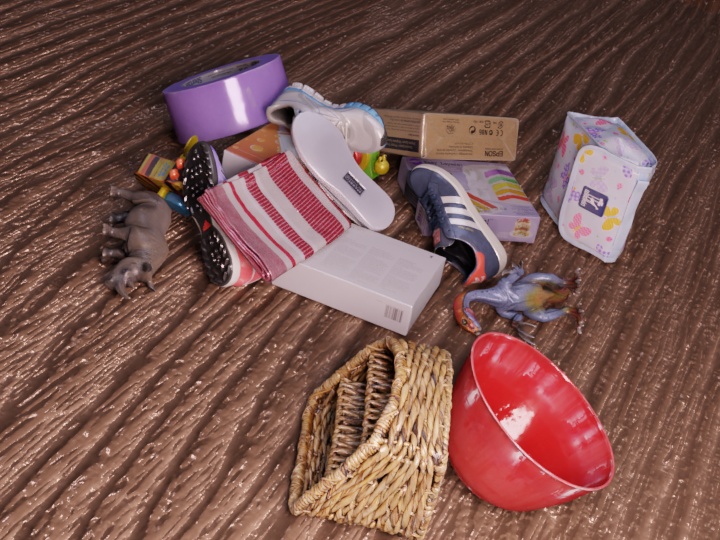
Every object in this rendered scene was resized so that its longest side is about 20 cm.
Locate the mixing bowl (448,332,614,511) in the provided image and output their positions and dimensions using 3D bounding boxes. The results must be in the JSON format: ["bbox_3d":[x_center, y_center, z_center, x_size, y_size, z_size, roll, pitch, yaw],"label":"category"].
[{"bbox_3d":[0.160,0.177,1.124,0.199,0.109,0.202,32,30,-21],"label":"mixing bowl"}]

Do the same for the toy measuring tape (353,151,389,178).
[{"bbox_3d":[-0.035,-0.213,1.751,0.198,0.075,0.073,28,34,22],"label":"toy measuring tape"}]

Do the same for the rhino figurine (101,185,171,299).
[{"bbox_3d":[-0.292,-0.035,1.376,0.086,0.060,0.202,3,41,-8],"label":"rhino figurine"}]

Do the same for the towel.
[{"bbox_3d":[-0.106,-0.078,1.397,0.144,0.023,0.199,50,39,4],"label":"towel"}]

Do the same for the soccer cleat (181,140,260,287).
[{"bbox_3d":[-0.183,-0.074,1.407,0.073,0.068,0.203,0,68,-48],"label":"soccer cleat"}]

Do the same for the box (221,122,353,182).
[{"bbox_3d":[-0.109,-0.147,1.588,0.123,0.099,0.200,24,33,16],"label":"box"}]

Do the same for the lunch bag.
[{"bbox_3d":[0.378,-0.134,1.678,0.125,0.172,0.201,3,33,-18],"label":"lunch bag"}]

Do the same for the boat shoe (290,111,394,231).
[{"bbox_3d":[-0.034,-0.133,1.499,0.073,0.065,0.201,-39,98,-21],"label":"boat shoe"}]

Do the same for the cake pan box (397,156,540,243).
[{"bbox_3d":[0.165,-0.115,1.686,0.196,0.053,0.185,3,30,-14],"label":"cake pan box"}]

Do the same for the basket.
[{"bbox_3d":[0.013,0.155,1.100,0.146,0.145,0.201,13,30,-1],"label":"basket"}]

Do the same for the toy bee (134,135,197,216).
[{"bbox_3d":[-0.248,-0.132,1.482,0.197,0.109,0.133,1,65,22],"label":"toy bee"}]

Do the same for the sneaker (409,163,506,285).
[{"bbox_3d":[0.122,-0.065,1.524,0.084,0.075,0.201,-28,70,-32],"label":"sneaker"}]

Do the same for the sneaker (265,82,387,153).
[{"bbox_3d":[-0.054,-0.211,1.562,0.198,0.076,0.087,21,38,26],"label":"sneaker"}]

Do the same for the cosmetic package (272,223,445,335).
[{"bbox_3d":[0.000,0.000,1.436,0.197,0.052,0.151,21,34,13],"label":"cosmetic package"}]

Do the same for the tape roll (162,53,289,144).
[{"bbox_3d":[-0.209,-0.274,1.688,0.197,0.086,0.200,-16,18,5],"label":"tape roll"}]

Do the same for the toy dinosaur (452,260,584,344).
[{"bbox_3d":[0.213,0.051,1.449,0.178,0.107,0.200,-1,-7,1],"label":"toy dinosaur"}]

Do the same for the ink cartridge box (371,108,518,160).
[{"bbox_3d":[0.138,-0.226,1.767,0.197,0.077,0.164,-2,10,-31],"label":"ink cartridge box"}]
